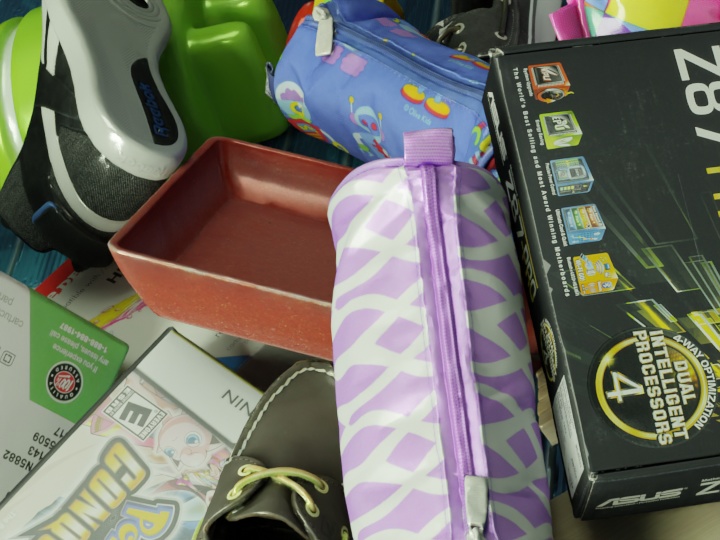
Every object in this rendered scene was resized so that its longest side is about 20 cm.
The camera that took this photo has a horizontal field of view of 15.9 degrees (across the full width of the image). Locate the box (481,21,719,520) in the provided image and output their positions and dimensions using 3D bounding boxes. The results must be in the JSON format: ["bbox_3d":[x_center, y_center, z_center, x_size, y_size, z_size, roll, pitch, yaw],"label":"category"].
[{"bbox_3d":[0.147,-0.006,1.054,0.160,0.049,0.201,-6,63,-8],"label":"box"}]

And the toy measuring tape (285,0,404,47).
[{"bbox_3d":[-0.012,-0.120,1.348,0.073,0.200,0.074,-1,82,10],"label":"toy measuring tape"}]

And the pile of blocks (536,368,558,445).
[{"bbox_3d":[0.167,0.024,1.132,0.200,0.062,0.082,-40,20,-5],"label":"pile of blocks"}]

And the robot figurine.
[{"bbox_3d":[-0.135,-0.096,1.422,0.199,0.116,0.176,-12,33,19],"label":"robot figurine"}]

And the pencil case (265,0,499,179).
[{"bbox_3d":[0.034,-0.073,1.227,0.078,0.087,0.200,-44,39,-10],"label":"pencil case"}]

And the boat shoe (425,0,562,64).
[{"bbox_3d":[0.064,-0.111,1.338,0.070,0.066,0.201,-57,13,40],"label":"boat shoe"}]

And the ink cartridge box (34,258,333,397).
[{"bbox_3d":[-0.108,0.040,1.282,0.199,0.067,0.116,21,57,45],"label":"ink cartridge box"}]

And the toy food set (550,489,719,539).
[{"bbox_3d":[0.099,0.165,1.025,0.199,0.061,0.144,-30,48,-2],"label":"toy food set"}]

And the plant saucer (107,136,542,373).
[{"bbox_3d":[0.000,0.000,1.188,0.199,0.037,0.200,13,19,7],"label":"plant saucer"}]

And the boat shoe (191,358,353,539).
[{"bbox_3d":[-0.035,0.119,1.076,0.071,0.061,0.202,10,58,6],"label":"boat shoe"}]

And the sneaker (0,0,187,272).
[{"bbox_3d":[-0.150,-0.079,1.305,0.112,0.073,0.201,-52,29,25],"label":"sneaker"}]

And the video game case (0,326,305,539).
[{"bbox_3d":[-0.078,0.142,1.114,0.180,0.026,0.200,33,63,20],"label":"video game case"}]

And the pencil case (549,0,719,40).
[{"bbox_3d":[0.148,-0.141,1.263,0.088,0.089,0.200,-15,6,16],"label":"pencil case"}]

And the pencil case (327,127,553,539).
[{"bbox_3d":[0.031,0.052,1.022,0.083,0.086,0.201,-8,62,-1],"label":"pencil case"}]

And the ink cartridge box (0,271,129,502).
[{"bbox_3d":[-0.215,0.090,1.169,0.084,0.145,0.201,16,78,43],"label":"ink cartridge box"}]
